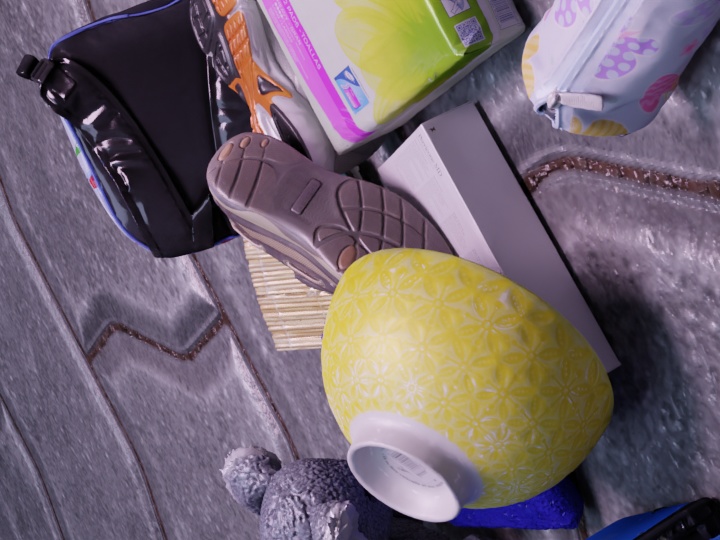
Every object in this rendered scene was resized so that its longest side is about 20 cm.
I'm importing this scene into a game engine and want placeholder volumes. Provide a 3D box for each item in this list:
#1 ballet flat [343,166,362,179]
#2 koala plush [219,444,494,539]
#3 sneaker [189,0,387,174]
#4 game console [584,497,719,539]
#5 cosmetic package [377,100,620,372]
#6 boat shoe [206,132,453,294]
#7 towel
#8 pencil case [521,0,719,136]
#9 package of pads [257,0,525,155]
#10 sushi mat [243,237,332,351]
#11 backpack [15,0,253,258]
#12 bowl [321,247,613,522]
[{"bbox_3d":[0.000,0.000,1.368,0.064,0.075,0.202,-93,-10,-74],"label":"ballet flat"},{"bbox_3d":[-0.013,0.218,1.370,0.177,0.184,0.200,33,166,44],"label":"koala plush"},{"bbox_3d":[-0.052,-0.156,1.272,0.076,0.091,0.202,-27,88,58],"label":"sneaker"},{"bbox_3d":[0.160,0.240,1.107,0.119,0.199,0.171,62,155,3],"label":"game console"},{"bbox_3d":[0.092,-0.005,1.185,0.201,0.050,0.083,61,154,6],"label":"cosmetic package"},{"bbox_3d":[-0.015,-0.023,1.210,0.199,0.075,0.074,34,160,16],"label":"boat shoe"},{"bbox_3d":[0.062,0.111,1.277,0.201,0.050,0.147,52,154,-19],"label":"towel"},{"bbox_3d":[0.146,-0.150,0.903,0.084,0.090,0.200,56,153,17],"label":"pencil case"},{"bbox_3d":[0.010,-0.182,1.154,0.156,0.068,0.200,63,150,2],"label":"package of pads"},{"bbox_3d":[0.003,0.011,1.313,0.198,0.012,0.097,-4,111,34],"label":"sushi mat"},{"bbox_3d":[-0.139,-0.112,1.378,0.154,0.198,0.193,-65,-44,-85],"label":"backpack"},{"bbox_3d":[0.049,0.092,1.119,0.198,0.108,0.201,23,148,15],"label":"bowl"}]
